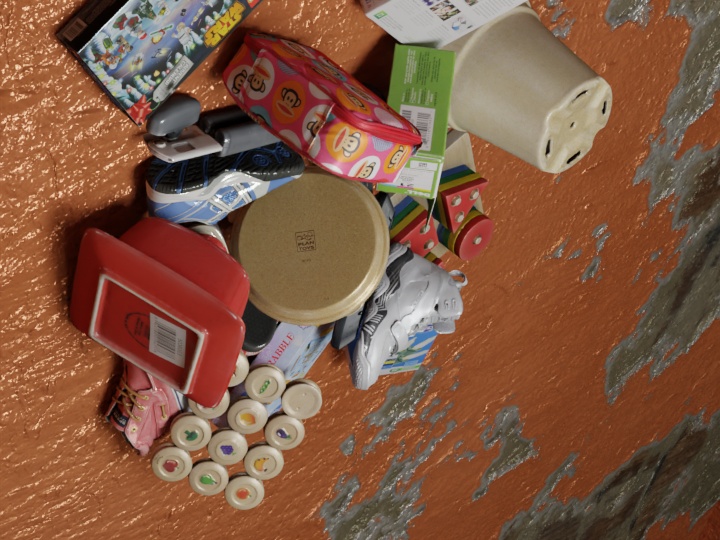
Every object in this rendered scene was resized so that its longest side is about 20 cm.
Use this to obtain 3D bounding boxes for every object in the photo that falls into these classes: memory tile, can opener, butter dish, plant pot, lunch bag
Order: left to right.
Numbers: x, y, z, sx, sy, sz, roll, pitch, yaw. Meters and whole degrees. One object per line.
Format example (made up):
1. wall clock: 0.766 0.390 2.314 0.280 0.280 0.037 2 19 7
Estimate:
1. butter dish: -0.194 0.020 1.559 0.148 0.199 0.200 -55 173 -37
2. can opener: -0.146 -0.160 1.553 0.199 0.053 0.067 -20 138 -42
3. memory tile: -0.149 0.195 1.752 0.153 0.017 0.201 25 111 -18
4. lunch bag: -0.034 -0.170 1.546 0.176 0.200 0.082 6 120 -58
5. plant pot: 0.207 -0.223 1.817 0.200 0.183 0.201 -33 146 -27

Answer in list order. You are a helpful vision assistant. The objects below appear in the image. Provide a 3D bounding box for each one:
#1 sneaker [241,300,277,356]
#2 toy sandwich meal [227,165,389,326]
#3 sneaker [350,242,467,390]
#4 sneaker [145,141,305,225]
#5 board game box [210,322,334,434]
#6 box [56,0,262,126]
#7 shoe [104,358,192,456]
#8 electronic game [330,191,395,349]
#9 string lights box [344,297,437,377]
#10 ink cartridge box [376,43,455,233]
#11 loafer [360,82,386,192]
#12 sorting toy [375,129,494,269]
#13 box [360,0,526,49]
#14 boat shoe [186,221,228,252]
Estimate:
1. sneaker: -0.116 0.015 1.778 0.202 0.067 0.108 -67 -167 -21
2. toy sandwich meal: -0.062 -0.029 1.666 0.205 0.205 0.070 -48 167 -4
3. sneaker: 0.062 0.067 1.812 0.075 0.114 0.201 104 5 -64
4. sneaker: -0.152 -0.099 1.602 0.199 0.076 0.077 -14 141 -32
5. board game box: -0.096 0.116 1.856 0.200 0.041 0.200 -54 172 5
6. box: -0.186 -0.253 1.414 0.200 0.040 0.137 -47 150 -6
7. shoe: -0.260 0.147 1.716 0.091 0.071 0.200 -43 152 -18
8. electronic game: 0.000 0.000 1.778 0.200 0.041 0.201 18 90 -88
9. string lights box: 0.045 0.078 1.959 0.102 0.059 0.200 -8 157 -14
10. ink cartridge box: 0.063 -0.153 1.746 0.200 0.075 0.149 98 0 -65
11. loafer: -0.021 -0.128 1.736 0.070 0.068 0.202 -20 131 -44
12. sorting toy: 0.099 -0.059 1.965 0.199 0.070 0.200 -41 148 -15
13. box: 0.116 -0.323 1.645 0.199 0.037 0.144 -25 157 22
14. boat shoe: -0.183 0.012 1.683 0.071 0.060 0.201 2 131 -1
